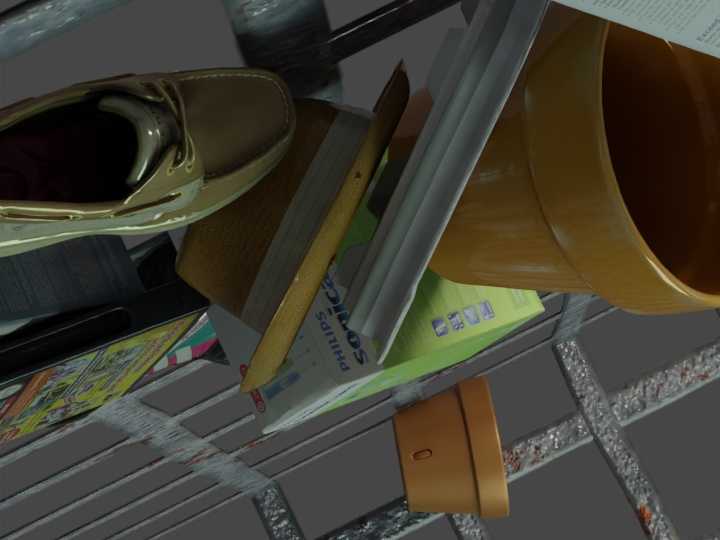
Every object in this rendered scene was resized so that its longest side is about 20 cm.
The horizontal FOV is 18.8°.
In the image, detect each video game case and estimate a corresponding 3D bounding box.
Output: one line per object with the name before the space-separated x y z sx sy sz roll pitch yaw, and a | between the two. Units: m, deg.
video game case | -0.193 0.067 1.228 0.180 0.026 0.200 -21 171 -25

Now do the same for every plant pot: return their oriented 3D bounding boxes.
plant pot | 0.124 -0.066 1.270 0.183 0.201 0.200 -11 -177 41
plant pot | 0.123 0.256 3.038 0.140 0.201 0.200 -10 170 0

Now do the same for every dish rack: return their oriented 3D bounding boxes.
dish rack | 0.041 -0.067 1.118 0.172 0.043 0.200 -64 180 -63

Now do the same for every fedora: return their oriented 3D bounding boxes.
fedora | -0.044 -0.035 1.135 0.201 0.082 0.201 -64 -179 2

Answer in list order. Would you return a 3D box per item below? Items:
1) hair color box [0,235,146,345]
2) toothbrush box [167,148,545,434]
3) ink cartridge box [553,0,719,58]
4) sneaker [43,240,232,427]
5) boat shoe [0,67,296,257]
hair color box | -0.217 0.021 1.159 0.099 0.061 0.200 -31 169 31
toothbrush box | 0.000 0.000 1.381 0.200 0.146 0.086 -18 168 -45
ink cartridge box | 0.159 -0.182 0.956 0.199 0.043 0.196 16 142 -24
sneaker | -0.134 0.043 1.463 0.200 0.084 0.121 -33 159 29
boat shoe | -0.109 -0.054 1.006 0.200 0.074 0.066 -22 175 -29
